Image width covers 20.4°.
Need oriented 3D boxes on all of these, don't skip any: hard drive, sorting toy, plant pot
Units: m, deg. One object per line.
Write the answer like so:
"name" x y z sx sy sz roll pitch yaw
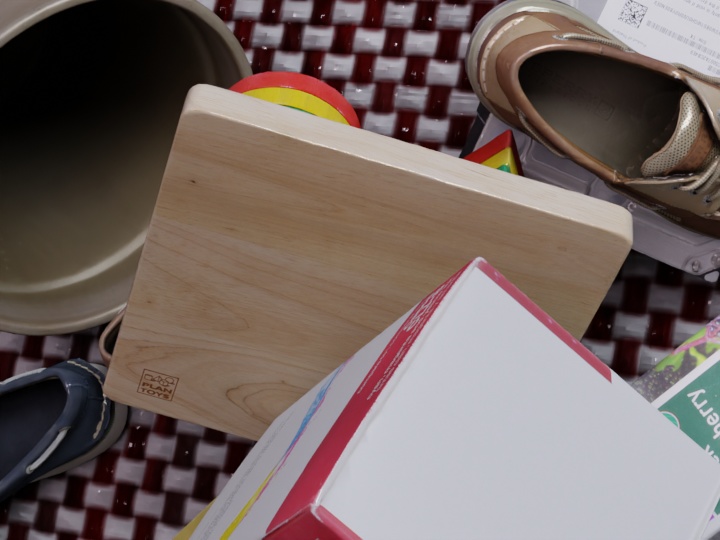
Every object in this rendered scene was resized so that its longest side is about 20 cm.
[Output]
"hard drive" 0.148 -0.110 0.938 0.139 0.038 0.201 23 104 -10
"sorting toy" 0.000 0.000 0.930 0.199 0.199 0.070 16 46 -6
"plant pot" -0.182 -0.093 1.073 0.200 0.200 0.173 -52 47 3

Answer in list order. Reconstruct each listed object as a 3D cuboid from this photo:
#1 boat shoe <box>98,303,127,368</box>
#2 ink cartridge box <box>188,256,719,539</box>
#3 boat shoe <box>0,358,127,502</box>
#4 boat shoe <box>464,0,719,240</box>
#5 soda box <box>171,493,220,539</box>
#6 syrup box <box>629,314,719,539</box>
"boat shoe" -0.048 0.003 1.038 0.200 0.072 0.072 -39 64 10
"ink cartridge box" 0.023 0.122 0.850 0.145 0.200 0.145 40 54 -7
"boat shoe" -0.221 0.108 1.092 0.199 0.062 0.075 -25 72 17
"boat shoe" 0.140 -0.056 0.894 0.199 0.072 0.076 20 104 -11
"soda box" -0.081 0.179 1.012 0.200 0.064 0.068 -44 64 7
"syrup box" 0.194 0.059 0.915 0.200 0.081 0.079 -39 64 8
